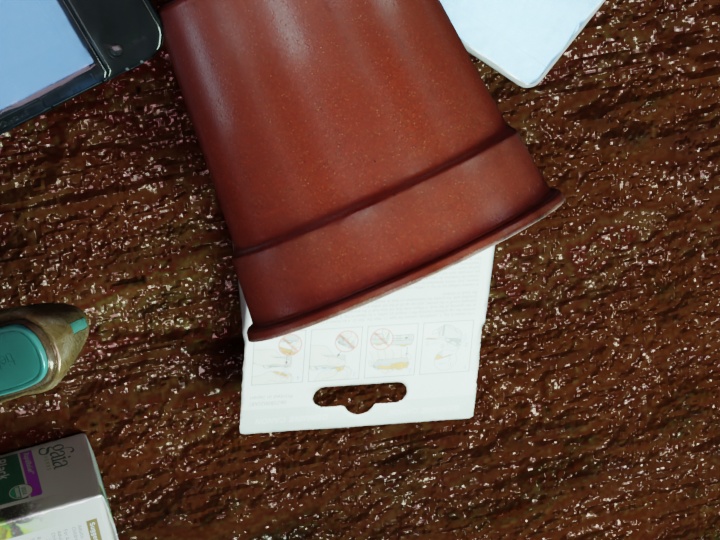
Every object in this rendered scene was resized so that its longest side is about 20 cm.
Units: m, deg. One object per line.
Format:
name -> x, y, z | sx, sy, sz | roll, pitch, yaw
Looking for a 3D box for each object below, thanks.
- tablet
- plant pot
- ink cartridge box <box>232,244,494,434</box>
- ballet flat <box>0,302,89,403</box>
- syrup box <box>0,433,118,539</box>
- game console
tablet -> 0.069, -0.206, 1.678 | 0.200, 0.014, 0.130 | 31, 106, -29
plant pot -> -0.012, -0.090, 1.594 | 0.200, 0.201, 0.196 | -24, 95, -2
ink cartridge box -> 0.000, 0.000, 1.754 | 0.162, 0.057, 0.201 | -3, 123, -15
ballet flat -> -0.241, 0.056, 1.689 | 0.199, 0.072, 0.068 | -19, 98, 34
syrup box -> -0.254, 0.177, 1.760 | 0.199, 0.079, 0.082 | -16, 121, -7
game console -> -0.223, -0.126, 1.492 | 0.199, 0.117, 0.176 | -25, 120, 7
